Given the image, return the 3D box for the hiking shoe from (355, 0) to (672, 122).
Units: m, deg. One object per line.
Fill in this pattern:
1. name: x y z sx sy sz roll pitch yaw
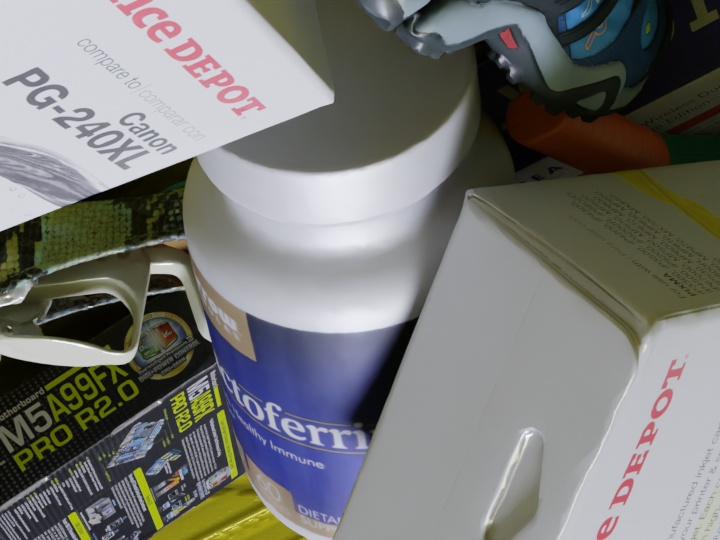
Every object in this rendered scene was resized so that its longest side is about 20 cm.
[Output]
1. hiking shoe: 0.062 -0.101 0.579 0.087 0.075 0.200 -45 160 20

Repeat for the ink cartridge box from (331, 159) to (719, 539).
1. ink cartridge box: 0.102 0.044 0.656 0.199 0.083 0.146 -9 127 -46

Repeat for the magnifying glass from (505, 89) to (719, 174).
1. magnifying glass: 0.114 -0.037 0.717 0.079 0.023 0.199 -27 158 28

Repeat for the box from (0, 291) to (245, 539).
1. box: -0.135 0.099 0.927 0.160 0.044 0.200 -34 163 -12

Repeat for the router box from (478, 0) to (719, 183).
1. router box: 0.150 -0.068 0.759 0.199 0.049 0.179 -26 157 28

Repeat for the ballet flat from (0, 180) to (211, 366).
1. ballet flat: -0.081 0.002 0.754 0.198 0.075 0.074 -10 159 -13

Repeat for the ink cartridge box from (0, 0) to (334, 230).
1. ink cartridge box: -0.124 -0.070 0.512 0.199 0.084 0.145 -20 159 14

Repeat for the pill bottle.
1. pill bottle: 0.000 0.000 0.675 0.115 0.116 0.201 -13 138 -4
